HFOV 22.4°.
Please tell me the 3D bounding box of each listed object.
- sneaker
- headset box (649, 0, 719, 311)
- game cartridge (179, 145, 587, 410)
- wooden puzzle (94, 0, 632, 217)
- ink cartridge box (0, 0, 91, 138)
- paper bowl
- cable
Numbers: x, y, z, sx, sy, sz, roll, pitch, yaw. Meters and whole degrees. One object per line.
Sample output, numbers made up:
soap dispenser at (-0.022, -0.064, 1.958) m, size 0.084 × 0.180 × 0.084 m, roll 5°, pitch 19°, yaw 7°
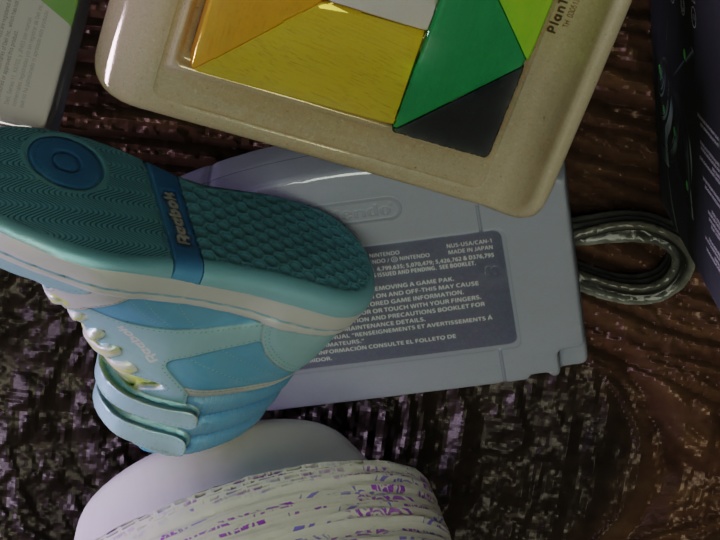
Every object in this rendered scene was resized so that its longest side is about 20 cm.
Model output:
sneaker at (-0.105, 0.021, 0.764) m, size 0.199 × 0.080 × 0.131 m, roll 17°, pitch 128°, yaw -26°
headset box at (0.182, -0.085, 0.772) m, size 0.092 × 0.174 × 0.202 m, roll -6°, pitch 110°, yaw 1°
game cartridge at (0.000, 0.000, 0.833) m, size 0.198 × 0.041 × 0.134 m, roll -7°, pitch 131°, yaw 6°
wooden puzzle at (0.010, -0.123, 0.716) m, size 0.198 × 0.037 × 0.186 m, roll 17°, pitch 116°, yaw -8°
ink cartridge box at (-0.222, -0.112, 0.779) m, size 0.198 × 0.118 × 0.067 m, roll 13°, pitch 152°, yaw -6°
paper bowl at (-0.056, 0.144, 0.858) m, size 0.199 × 0.201 × 0.105 m, roll -25°, pitch 65°, yaw 8°
cable at (0.060, -0.013, 0.861) m, size 0.199 × 0.050 × 0.098 m, roll 25°, pitch 110°, yaw -8°
